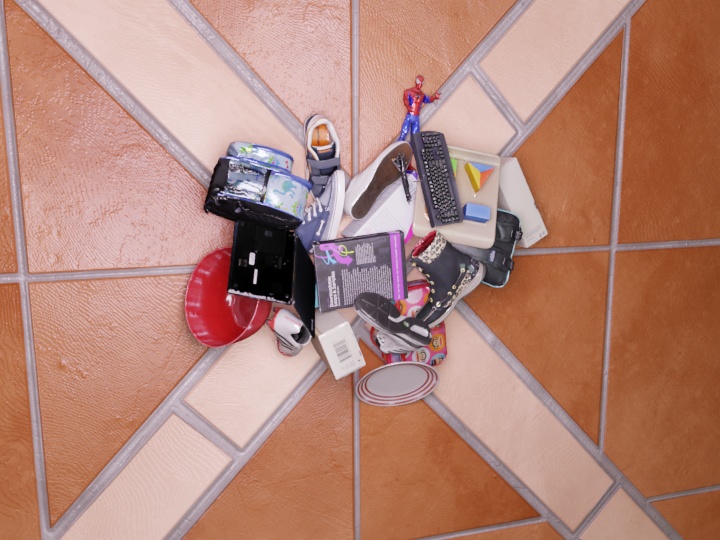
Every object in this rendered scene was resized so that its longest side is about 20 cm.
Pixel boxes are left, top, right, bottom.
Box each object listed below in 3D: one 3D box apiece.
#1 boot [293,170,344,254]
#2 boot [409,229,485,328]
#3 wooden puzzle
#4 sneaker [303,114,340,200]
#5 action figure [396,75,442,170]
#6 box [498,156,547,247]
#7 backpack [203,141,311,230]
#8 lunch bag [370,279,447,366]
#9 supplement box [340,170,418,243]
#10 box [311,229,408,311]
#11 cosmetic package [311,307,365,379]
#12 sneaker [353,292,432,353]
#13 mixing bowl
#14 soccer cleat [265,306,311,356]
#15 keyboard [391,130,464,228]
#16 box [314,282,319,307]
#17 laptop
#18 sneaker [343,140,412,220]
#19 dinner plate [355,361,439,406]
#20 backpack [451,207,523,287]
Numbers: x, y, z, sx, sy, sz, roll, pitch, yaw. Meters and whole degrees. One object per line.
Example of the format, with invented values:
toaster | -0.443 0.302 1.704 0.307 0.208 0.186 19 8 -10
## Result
boot | -0.090 -0.119 1.405 0.088 0.073 0.204 5 121 -14
boot | 0.149 0.021 1.416 0.153 0.074 0.204 36 113 -23
wooden puzzle | 0.208 -0.162 1.401 0.180 0.046 0.206 9 81 -9
sneaker | -0.080 -0.228 1.414 0.077 0.079 0.205 -15 105 -14
action figure | 0.121 -0.325 1.450 0.064 0.099 0.206 8 95 -18
box | 0.359 -0.160 1.557 0.067 0.082 0.203 -30 108 -9
backpack | -0.198 -0.167 1.332 0.195 0.183 0.151 16 82 -16
lunch bag | 0.106 0.129 1.533 0.172 0.082 0.205 -10 103 -10
supplement box | 0.065 -0.113 1.464 0.200 0.103 0.101 -47 109 -6
box | 0.000 0.000 1.398 0.195 0.036 0.147 -8 106 -11
cosmetic package | -0.062 0.144 1.418 0.072 0.200 0.106 -25 105 -11
sneaker | 0.046 0.128 1.416 0.198 0.115 0.077 30 45 -24
mixing bowl | -0.254 0.061 1.370 0.108 0.197 0.204 19 95 -58
soccer cleat | -0.139 0.142 1.407 0.084 0.201 0.070 22 66 18
keyboard | 0.136 -0.187 1.363 0.124 0.021 0.205 -11 79 -12
box | -0.050 0.036 1.464 0.195 0.082 0.050 -12 103 -15
laptop | -0.168 0.017 1.314 0.195 0.180 0.104 12 139 -17
sneaker | 0.026 -0.208 1.440 0.201 0.084 0.073 -48 128 -3
dinner plate | 0.084 0.255 1.520 0.195 0.025 0.202 -6 141 -5
backpack | 0.240 -0.070 1.496 0.195 0.153 0.180 13 96 -17
